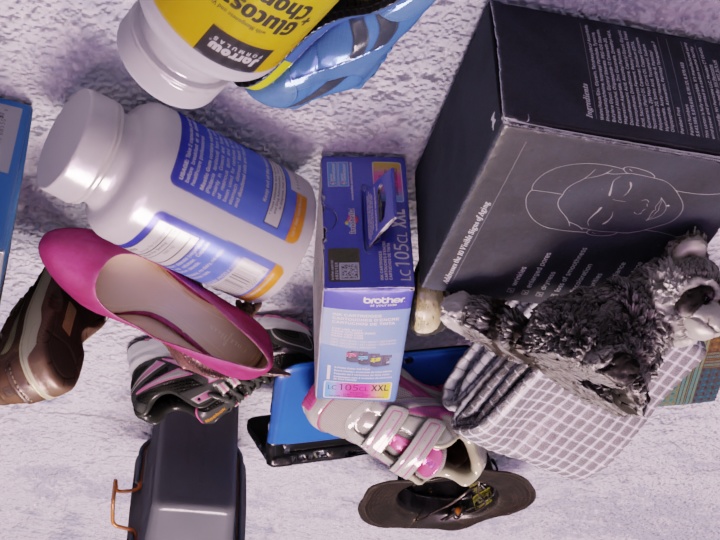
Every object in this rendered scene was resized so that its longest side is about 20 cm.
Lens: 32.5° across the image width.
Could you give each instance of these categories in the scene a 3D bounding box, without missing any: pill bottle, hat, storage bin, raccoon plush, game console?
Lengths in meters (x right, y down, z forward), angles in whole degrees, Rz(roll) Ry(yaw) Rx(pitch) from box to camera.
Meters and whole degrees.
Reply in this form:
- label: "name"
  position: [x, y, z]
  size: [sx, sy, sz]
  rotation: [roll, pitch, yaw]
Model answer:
- label: "pill bottle"
  position: [-0.142, -0.060, 0.953]
  size: [0.199, 0.113, 0.112]
  rotation: [26, 136, -31]
- label: "hat"
  position: [0.093, 0.226, 1.376]
  size: [0.198, 0.082, 0.201]
  rotation: [-4, 151, -2]
- label: "storage bin"
  position: [-0.184, 0.220, 1.278]
  size: [0.144, 0.201, 0.135]
  rotation: [6, 132, -9]
- label: "raccoon plush"
  position: [0.170, 0.014, 0.910]
  size: [0.199, 0.135, 0.097]
  rotation: [27, 165, 16]
- label: "pill bottle"
  position: [-0.071, -0.191, 0.777]
  size: [0.111, 0.113, 0.200]
  rotation: [23, 137, -29]
- label: "game console"
  position: [-0.003, 0.118, 1.210]
  size: [0.198, 0.171, 0.120]
  rotation: [-4, 101, -16]

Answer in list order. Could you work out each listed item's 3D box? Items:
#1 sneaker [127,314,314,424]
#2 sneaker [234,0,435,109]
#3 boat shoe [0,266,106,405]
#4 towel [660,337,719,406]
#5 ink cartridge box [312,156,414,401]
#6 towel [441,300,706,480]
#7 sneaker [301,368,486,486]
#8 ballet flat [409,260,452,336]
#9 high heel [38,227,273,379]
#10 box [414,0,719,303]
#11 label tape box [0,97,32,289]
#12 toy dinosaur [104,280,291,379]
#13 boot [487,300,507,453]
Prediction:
- label: "sneaker"
  position: [-0.133, 0.108, 1.203]
  size: [0.198, 0.087, 0.080]
  rotation: [-13, 144, 15]
- label: "sneaker"
  position: [0.001, -0.172, 0.852]
  size: [0.199, 0.067, 0.078]
  rotation: [-28, 148, 32]
- label: "boat shoe"
  position: [-0.265, 0.043, 1.024]
  size: [0.074, 0.203, 0.075]
  rotation: [-24, 111, 12]
- label: "towel"
  position: [0.264, 0.077, 1.172]
  size: [0.198, 0.022, 0.148]
  rotation: [-3, 129, -14]
- label: "ink cartridge box"
  position: [0.000, 0.000, 1.016]
  size: [0.075, 0.137, 0.201]
  rotation: [-1, 144, -3]
- label: "towel"
  position: [0.192, 0.090, 1.091]
  size: [0.165, 0.086, 0.200]
  rotation: [24, 118, -31]
- label: "sneaker"
  position: [0.041, 0.141, 1.114]
  size: [0.198, 0.089, 0.082]
  rotation: [15, 121, -28]
- label: "ballet flat"
  position: [0.077, 0.020, 1.047]
  size: [0.056, 0.067, 0.200]
  rotation: [9, -175, 14]
- label: "high heel"
  position: [-0.158, 0.026, 0.965]
  size: [0.199, 0.068, 0.096]
  rotation: [36, 172, -19]
- label: "box"
  position: [0.160, -0.075, 0.928]
  size: [0.195, 0.125, 0.201]
  rotation: [7, 144, -13]
- label: "label tape box"
  position: [-0.310, -0.020, 0.977]
  size: [0.065, 0.144, 0.200]
  rotation: [12, 142, -17]
- label: "toy dinosaur"
  position: [-0.154, 0.038, 1.057]
  size: [0.086, 0.200, 0.135]
  rotation: [-42, 172, 12]
- label: "boot"
  position: [0.150, 0.096, 1.208]
  size: [0.187, 0.069, 0.200]
  rotation: [-22, 138, 27]
